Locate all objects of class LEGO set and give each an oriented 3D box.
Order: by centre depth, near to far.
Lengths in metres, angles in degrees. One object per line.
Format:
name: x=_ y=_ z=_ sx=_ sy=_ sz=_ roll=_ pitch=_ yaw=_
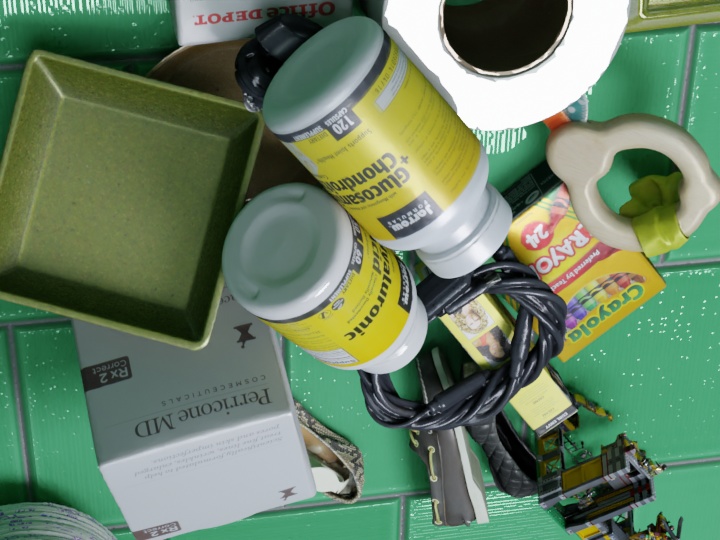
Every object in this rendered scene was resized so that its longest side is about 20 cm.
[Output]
LEGO set: x=0.260 y=0.202 z=1.562 sx=0.115 sy=0.154 sz=0.200 roll=-27 pitch=118 yaw=25

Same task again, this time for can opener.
can opener: x=-0.029 y=-0.140 z=1.273 sx=0.078 sy=0.064 sz=0.200 roll=-20 pitch=153 yaw=29

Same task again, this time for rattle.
rattle: x=0.223 y=-0.118 z=1.390 sx=0.199 sy=0.143 sz=0.130 roll=34 pitch=138 yaw=-3

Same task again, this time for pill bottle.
pill bottle: x=0.027 y=-0.087 z=1.198 sx=0.112 sy=0.112 sz=0.200 roll=-38 pitch=119 yaw=12
pill bottle: x=-0.020 y=0.016 z=1.288 sx=0.111 sy=0.112 sz=0.200 roll=-35 pitch=149 yaw=10

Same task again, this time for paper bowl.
paper bowl: x=-0.321 y=0.308 z=1.525 sx=0.199 sy=0.105 sz=0.202 roll=-5 pitch=122 yaw=-9

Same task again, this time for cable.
cable: x=0.088 y=0.070 z=1.423 sx=0.200 sy=0.051 sz=0.163 roll=-43 pitch=125 yaw=11

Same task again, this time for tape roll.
tape roll: x=0.100 y=-0.232 z=1.263 sx=0.201 sy=0.139 sz=0.204 roll=-6 pitch=122 yaw=-9

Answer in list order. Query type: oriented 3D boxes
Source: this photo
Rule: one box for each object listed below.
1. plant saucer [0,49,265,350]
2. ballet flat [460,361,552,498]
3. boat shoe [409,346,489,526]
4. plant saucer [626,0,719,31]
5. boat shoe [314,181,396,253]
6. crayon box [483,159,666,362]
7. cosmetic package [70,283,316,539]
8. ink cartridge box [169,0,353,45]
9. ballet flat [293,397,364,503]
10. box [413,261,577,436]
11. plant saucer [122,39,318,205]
plant saucer: x=-0.192 y=-0.055 z=1.276 sx=0.198 sy=0.048 sz=0.201 roll=15 pitch=88 yaw=2
ballet flat: x=0.139 y=0.153 z=1.549 sx=0.056 sy=0.067 sz=0.200 roll=-11 pitch=137 yaw=18
boat shoe: x=0.078 y=0.169 z=1.547 sx=0.060 sy=0.072 sz=0.202 roll=-12 pitch=116 yaw=8
plant saucer: x=0.292 y=-0.290 z=1.316 sx=0.198 sy=0.048 sz=0.201 roll=-8 pitch=123 yaw=-7
boat shoe: x=0.001 y=-0.001 z=1.410 sx=0.074 sy=0.065 sz=0.203 roll=-23 pitch=138 yaw=-14
crayon box: x=0.197 y=-0.002 z=1.481 sx=0.127 sy=0.051 sz=0.200 roll=-39 pitch=122 yaw=12
cosmetic package: x=-0.145 y=0.097 z=1.350 sx=0.164 sy=0.201 sz=0.165 roll=-16 pitch=147 yaw=-4
ink cartridge box: x=-0.083 y=-0.286 z=1.220 sx=0.144 sy=0.084 sz=0.201 roll=-8 pitch=124 yaw=-8
ballet flat: x=-0.068 y=0.164 z=1.510 sx=0.200 sy=0.075 sz=0.068 roll=36 pitch=109 yaw=-29
box: x=0.128 y=0.066 z=1.495 sx=0.050 sy=0.075 sz=0.200 roll=-35 pitch=121 yaw=9
plant saucer: x=-0.107 y=-0.116 z=1.350 sx=0.199 sy=0.036 sz=0.201 roll=-6 pitch=122 yaw=-10
